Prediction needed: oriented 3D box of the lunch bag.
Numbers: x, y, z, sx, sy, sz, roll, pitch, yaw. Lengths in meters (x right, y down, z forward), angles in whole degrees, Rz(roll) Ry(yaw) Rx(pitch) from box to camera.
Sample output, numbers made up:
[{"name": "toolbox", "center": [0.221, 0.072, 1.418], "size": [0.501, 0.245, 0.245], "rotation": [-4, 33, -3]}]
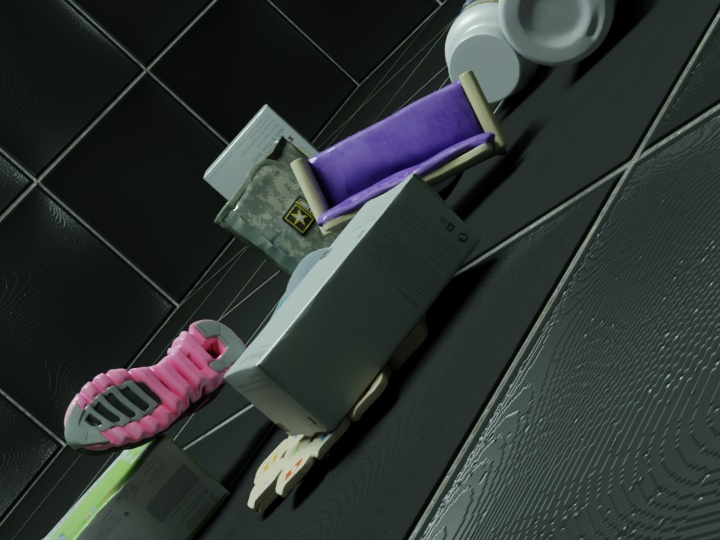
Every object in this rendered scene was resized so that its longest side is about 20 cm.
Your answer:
[{"name": "lunch bag", "center": [-0.087, -0.065, 1.656], "size": [0.118, 0.164, 0.200], "rotation": [-48, 9, 22]}]

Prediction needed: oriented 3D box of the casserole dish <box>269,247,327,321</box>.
[{"name": "casserole dish", "center": [-0.066, 0.039, 1.482], "size": [0.121, 0.039, 0.200], "rotation": [-51, 8, 26]}]

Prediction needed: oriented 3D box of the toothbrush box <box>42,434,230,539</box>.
[{"name": "toothbrush box", "center": [-0.220, 0.238, 1.242], "size": [0.146, 0.086, 0.200], "rotation": [-49, 9, -18]}]

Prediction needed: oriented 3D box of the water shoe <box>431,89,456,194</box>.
[{"name": "water shoe", "center": [0.071, -0.134, 1.460], "size": [0.071, 0.079, 0.200], "rotation": [-43, 10, 32]}]

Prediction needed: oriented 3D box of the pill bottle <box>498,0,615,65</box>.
[{"name": "pill bottle", "center": [0.207, -0.291, 1.318], "size": [0.111, 0.111, 0.200], "rotation": [-43, 10, 29]}]

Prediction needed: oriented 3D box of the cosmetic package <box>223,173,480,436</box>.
[{"name": "cosmetic package", "center": [-0.008, 0.031, 1.020], "size": [0.200, 0.081, 0.113], "rotation": [-50, 8, -22]}]

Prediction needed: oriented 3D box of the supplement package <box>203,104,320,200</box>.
[{"name": "supplement package", "center": [-0.123, -0.140, 2.043], "size": [0.152, 0.200, 0.151], "rotation": [-48, 9, 2]}]

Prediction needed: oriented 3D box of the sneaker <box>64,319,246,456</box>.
[{"name": "sneaker", "center": [-0.193, 0.126, 1.211], "size": [0.200, 0.079, 0.096], "rotation": [-28, -21, -40]}]

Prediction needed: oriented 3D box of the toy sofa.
[{"name": "toy sofa", "center": [0.037, -0.111, 1.254], "size": [0.199, 0.083, 0.098], "rotation": [-26, -6, 11]}]

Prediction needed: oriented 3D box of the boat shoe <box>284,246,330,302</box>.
[{"name": "boat shoe", "center": [0.000, 0.000, 1.286], "size": [0.200, 0.066, 0.070], "rotation": [-39, 45, 42]}]

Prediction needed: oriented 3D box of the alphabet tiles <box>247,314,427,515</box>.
[{"name": "alphabet tiles", "center": [-0.017, 0.109, 1.045], "size": [0.200, 0.015, 0.196], "rotation": [-47, 6, 8]}]

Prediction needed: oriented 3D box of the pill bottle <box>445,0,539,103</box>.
[{"name": "pill bottle", "center": [0.159, -0.265, 1.500], "size": [0.111, 0.111, 0.200], "rotation": [-43, 10, 29]}]
